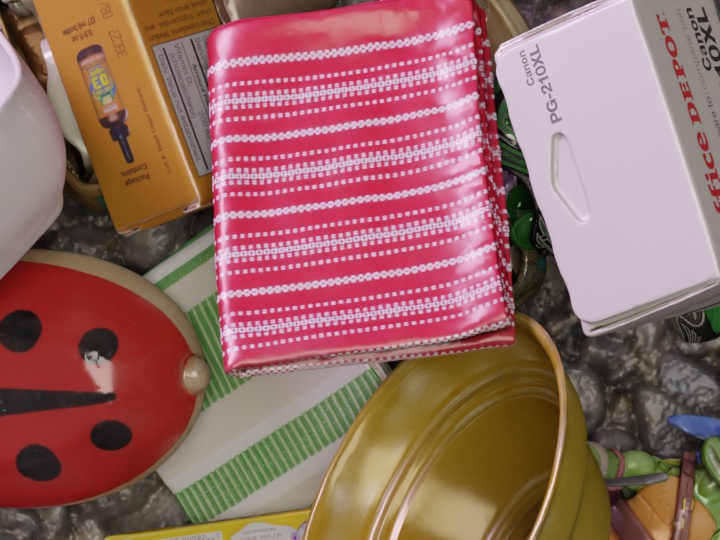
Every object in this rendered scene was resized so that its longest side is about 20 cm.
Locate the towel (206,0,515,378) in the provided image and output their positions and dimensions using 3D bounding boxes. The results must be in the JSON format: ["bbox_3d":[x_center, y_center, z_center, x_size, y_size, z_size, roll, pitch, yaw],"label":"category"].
[{"bbox_3d":[-0.002,-0.046,1.384,0.143,0.023,0.201,-7,59,4],"label":"towel"}]

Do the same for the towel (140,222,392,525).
[{"bbox_3d":[-0.045,0.075,1.482,0.152,0.023,0.201,-33,95,25],"label":"towel"}]

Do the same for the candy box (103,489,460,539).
[{"bbox_3d":[-0.035,0.175,1.474,0.199,0.026,0.103,-9,92,22],"label":"candy box"}]

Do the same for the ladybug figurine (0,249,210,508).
[{"bbox_3d":[-0.174,0.059,1.463,0.199,0.072,0.137,-7,98,18],"label":"ladybug figurine"}]

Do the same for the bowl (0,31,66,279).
[{"bbox_3d":[-0.230,-0.028,1.439,0.200,0.200,0.075,-46,117,-1],"label":"bowl"}]

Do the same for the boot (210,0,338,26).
[{"bbox_3d":[-0.022,-0.169,1.501,0.146,0.070,0.201,-26,101,-13],"label":"boot"}]

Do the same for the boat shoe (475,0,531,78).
[{"bbox_3d":[0.037,-0.134,1.475,0.064,0.071,0.201,-33,109,-22],"label":"boat shoe"}]

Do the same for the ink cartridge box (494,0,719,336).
[{"bbox_3d":[0.168,-0.059,1.385,0.084,0.199,0.146,-22,83,36],"label":"ink cartridge box"}]

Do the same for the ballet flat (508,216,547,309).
[{"bbox_3d":[0.000,0.000,1.495,0.198,0.071,0.071,-4,89,-1],"label":"ballet flat"}]

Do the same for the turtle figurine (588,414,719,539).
[{"bbox_3d":[0.128,0.165,1.443,0.144,0.201,0.194,34,113,-29],"label":"turtle figurine"}]

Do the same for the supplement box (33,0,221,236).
[{"bbox_3d":[-0.116,-0.124,1.452,0.066,0.069,0.201,-17,91,42],"label":"supplement box"}]

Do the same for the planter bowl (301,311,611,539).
[{"bbox_3d":[0.060,0.127,1.361,0.083,0.200,0.201,30,88,-28],"label":"planter bowl"}]

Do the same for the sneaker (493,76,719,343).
[{"bbox_3d":[0.123,-0.032,1.478,0.085,0.078,0.200,-38,116,10],"label":"sneaker"}]

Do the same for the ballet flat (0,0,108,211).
[{"bbox_3d":[-0.158,-0.129,1.494,0.068,0.063,0.201,-21,89,4],"label":"ballet flat"}]
